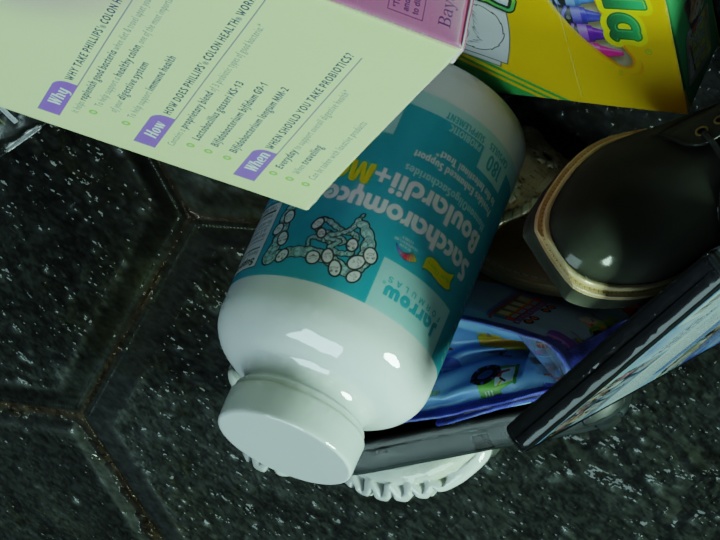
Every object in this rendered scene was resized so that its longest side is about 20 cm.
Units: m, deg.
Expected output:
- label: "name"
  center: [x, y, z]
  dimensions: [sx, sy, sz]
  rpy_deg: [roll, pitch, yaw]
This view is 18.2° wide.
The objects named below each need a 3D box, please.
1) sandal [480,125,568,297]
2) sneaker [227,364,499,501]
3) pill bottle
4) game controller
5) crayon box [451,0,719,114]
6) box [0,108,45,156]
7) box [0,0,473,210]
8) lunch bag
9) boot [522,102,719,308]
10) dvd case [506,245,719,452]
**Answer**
- label: "sandal"
  center: [0.075, -0.044, 1.191]
  dimensions: [0.211, 0.077, 0.070]
  rpy_deg: [16, 124, 38]
- label: "sneaker"
  center: [-0.003, 0.092, 1.424]
  dimensions: [0.199, 0.075, 0.081]
  rpy_deg: [4, 128, 34]
- label: "pill bottle"
  center: [0.000, 0.000, 1.097]
  dimensions: [0.110, 0.201, 0.111]
  rpy_deg: [19, 156, 9]
- label: "game controller"
  center: [0.062, 0.074, 1.277]
  dimensions: [0.199, 0.104, 0.042]
  rpy_deg: [-12, 115, 19]
- label: "crayon box"
  center: [0.066, -0.172, 1.048]
  dimensions: [0.172, 0.058, 0.201]
  rpy_deg: [10, 140, 29]
- label: "box"
  center: [-0.286, -0.130, 1.299]
  dimensions: [0.159, 0.049, 0.200]
  rpy_deg: [-34, 123, 18]
- label: "box"
  center: [-0.073, -0.128, 0.946]
  dimensions: [0.199, 0.097, 0.176]
  rpy_deg: [18, 154, -16]
- label: "lunch bag"
  center: [0.070, 0.027, 1.208]
  dimensions: [0.199, 0.150, 0.095]
  rpy_deg: [-1, 102, 31]
- label: "boot"
  center: [0.175, -0.062, 1.000]
  dimensions: [0.078, 0.199, 0.138]
  rpy_deg: [56, 141, 7]
- label: "dvd case"
  center: [0.165, 0.016, 1.063]
  dimensions: [0.143, 0.200, 0.018]
  rpy_deg: [-44, 77, 35]
